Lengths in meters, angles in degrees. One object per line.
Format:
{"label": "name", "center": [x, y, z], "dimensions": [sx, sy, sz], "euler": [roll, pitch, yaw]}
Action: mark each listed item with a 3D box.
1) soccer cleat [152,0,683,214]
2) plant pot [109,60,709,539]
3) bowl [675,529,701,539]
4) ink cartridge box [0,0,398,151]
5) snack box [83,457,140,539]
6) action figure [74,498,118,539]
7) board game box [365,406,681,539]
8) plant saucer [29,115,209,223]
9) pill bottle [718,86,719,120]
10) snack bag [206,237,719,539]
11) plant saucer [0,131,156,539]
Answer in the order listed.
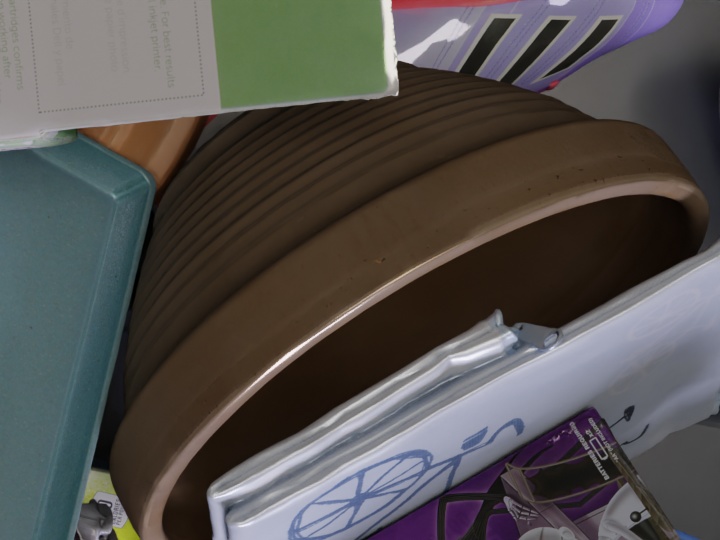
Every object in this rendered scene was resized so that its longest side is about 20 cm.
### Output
{"label": "soccer cleat", "center": [0.015, -0.068, 0.819], "dimensions": [0.200, 0.067, 0.077], "euler": [-11, 110, -12]}
{"label": "plant pot", "center": [0.000, 0.000, 0.745], "dimensions": [0.201, 0.201, 0.093], "euler": [-29, 71, -10]}
{"label": "bowl", "center": [0.067, 0.170, 0.753], "dimensions": [0.200, 0.039, 0.201], "euler": [-2, 68, 5]}
{"label": "ink cartridge box", "center": [-0.092, -0.107, 0.674], "dimensions": [0.200, 0.048, 0.146], "euler": [-5, 91, 6]}
{"label": "snack box", "center": [-0.173, 0.142, 0.775], "dimensions": [0.169, 0.068, 0.200], "euler": [16, 86, -12]}
{"label": "action figure", "center": [-0.140, 0.072, 0.716], "dimensions": [0.130, 0.069, 0.200], "euler": [-17, 93, -22]}
{"label": "board game box", "center": [0.073, 0.154, 0.724], "dimensions": [0.120, 0.032, 0.200], "euler": [-32, 70, -3]}
{"label": "plant saucer", "center": [-0.142, -0.087, 0.765], "dimensions": [0.200, 0.032, 0.200], "euler": [0, 93, 4]}
{"label": "pill bottle", "center": [0.233, -0.066, 0.839], "dimensions": [0.200, 0.111, 0.111], "euler": [-18, 96, -12]}
{"label": "snack bag", "center": [0.043, 0.054, 0.771], "dimensions": [0.200, 0.189, 0.021], "euler": [-28, 70, -10]}
{"label": "plant saucer", "center": [-0.108, 0.042, 0.688], "dimensions": [0.070, 0.019, 0.200], "euler": [30, 54, -30]}
